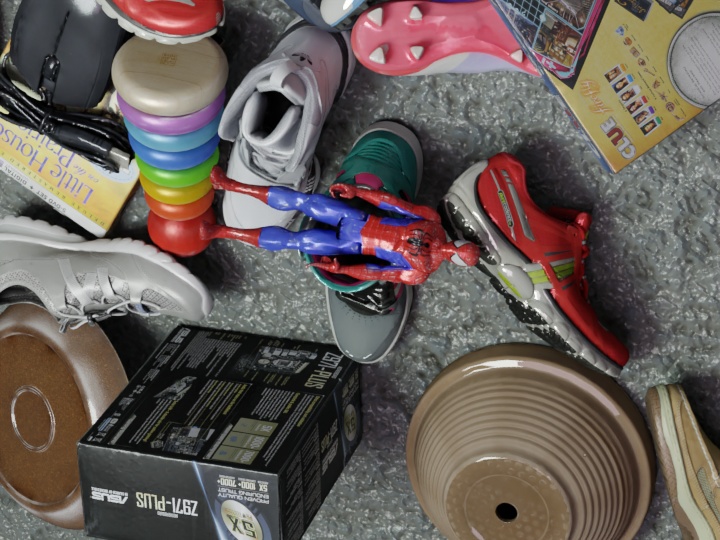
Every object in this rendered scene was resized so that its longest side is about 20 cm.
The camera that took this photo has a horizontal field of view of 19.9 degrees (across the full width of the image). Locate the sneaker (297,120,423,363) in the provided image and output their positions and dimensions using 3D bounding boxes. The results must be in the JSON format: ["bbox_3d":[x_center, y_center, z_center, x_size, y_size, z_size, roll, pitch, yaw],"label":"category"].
[{"bbox_3d":[0.000,0.000,1.540,0.083,0.121,0.201,12,118,13],"label":"sneaker"}]

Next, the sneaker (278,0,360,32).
[{"bbox_3d":[-0.081,-0.243,1.496,0.200,0.070,0.082,46,142,-7],"label":"sneaker"}]

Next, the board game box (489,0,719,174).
[{"bbox_3d":[0.170,-0.186,1.409,0.135,0.035,0.200,-35,100,1],"label":"board game box"}]

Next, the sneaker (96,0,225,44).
[{"bbox_3d":[-0.170,-0.245,1.448,0.200,0.077,0.085,49,159,7],"label":"sneaker"}]

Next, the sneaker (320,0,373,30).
[{"bbox_3d":[0.018,-0.262,1.427,0.072,0.072,0.200,26,107,-8],"label":"sneaker"}]

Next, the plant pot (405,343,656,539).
[{"bbox_3d":[0.123,0.165,1.593,0.200,0.093,0.201,8,117,17],"label":"plant pot"}]

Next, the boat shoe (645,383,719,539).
[{"bbox_3d":[0.274,0.167,1.563,0.076,0.072,0.200,-17,116,10],"label":"boat shoe"}]

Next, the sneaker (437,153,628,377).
[{"bbox_3d":[0.146,-0.003,1.510,0.085,0.077,0.200,-44,112,-7],"label":"sneaker"}]

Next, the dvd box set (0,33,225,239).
[{"bbox_3d":[-0.213,-0.141,1.600,0.146,0.029,0.200,36,120,0],"label":"dvd box set"}]

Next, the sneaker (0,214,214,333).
[{"bbox_3d":[-0.210,0.019,1.631,0.199,0.082,0.075,11,158,21],"label":"sneaker"}]

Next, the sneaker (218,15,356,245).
[{"bbox_3d":[-0.070,-0.091,1.525,0.075,0.115,0.200,26,120,6],"label":"sneaker"}]

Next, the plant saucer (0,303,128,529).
[{"bbox_3d":[-0.261,0.120,1.691,0.200,0.032,0.201,11,107,40],"label":"plant saucer"}]

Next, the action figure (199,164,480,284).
[{"bbox_3d":[-0.013,-0.028,1.458,0.199,0.052,0.066,11,82,5],"label":"action figure"}]

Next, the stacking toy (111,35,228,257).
[{"bbox_3d":[-0.142,-0.086,1.554,0.085,0.085,0.200,17,140,11],"label":"stacking toy"}]

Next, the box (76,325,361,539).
[{"bbox_3d":[-0.104,0.133,1.593,0.163,0.200,0.086,7,117,16],"label":"box"}]

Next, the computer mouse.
[{"bbox_3d":[-0.213,-0.174,1.537,0.138,0.053,0.200,27,119,7],"label":"computer mouse"}]

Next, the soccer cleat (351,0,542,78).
[{"bbox_3d":[0.093,-0.168,1.469,0.199,0.076,0.067,-1,94,1],"label":"soccer cleat"}]
